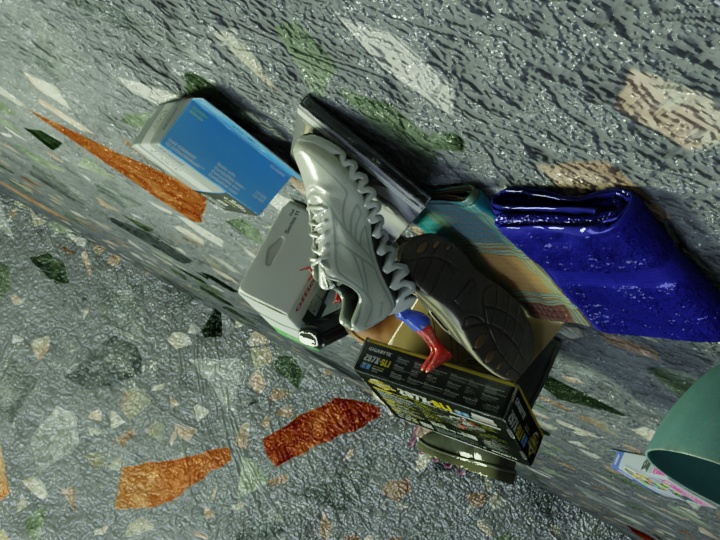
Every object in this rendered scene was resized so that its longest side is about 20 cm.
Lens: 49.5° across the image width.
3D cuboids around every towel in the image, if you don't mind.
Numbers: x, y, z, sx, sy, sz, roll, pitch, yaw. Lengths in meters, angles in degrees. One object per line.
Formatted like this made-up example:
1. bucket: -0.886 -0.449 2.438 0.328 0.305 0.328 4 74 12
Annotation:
1. towel: 0.132 -0.012 0.789 0.200 0.022 0.146 43 163 -23
2. towel: 0.214 0.002 0.666 0.199 0.050 0.147 37 166 -32

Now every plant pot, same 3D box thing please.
1. plant pot: 0.371 0.143 0.683 0.199 0.136 0.200 26 167 7

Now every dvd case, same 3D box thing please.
1. dvd case: -0.010 -0.090 0.799 0.148 0.016 0.200 40 167 0

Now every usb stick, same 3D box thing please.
1. usb stick: -0.001 0.060 1.091 0.055 0.199 0.033 10 115 44

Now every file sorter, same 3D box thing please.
1. file sorter: 0.266 0.561 2.532 0.198 0.126 0.139 27 168 3

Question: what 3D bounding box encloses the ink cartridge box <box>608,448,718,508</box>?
1. ink cartridge box: 0.554 0.384 1.448 0.119 0.042 0.200 31 168 -11

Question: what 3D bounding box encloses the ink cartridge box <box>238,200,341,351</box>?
1. ink cartridge box: -0.079 0.014 1.104 0.082 0.148 0.200 24 168 17

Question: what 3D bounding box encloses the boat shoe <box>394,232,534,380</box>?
1. boat shoe: 0.111 0.034 0.828 0.200 0.074 0.073 50 170 -20

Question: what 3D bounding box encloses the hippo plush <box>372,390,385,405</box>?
1. hippo plush: 0.113 0.123 1.232 0.159 0.160 0.200 15 131 -27

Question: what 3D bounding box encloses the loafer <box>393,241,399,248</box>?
1. loafer: 0.000 0.000 1.034 0.072 0.063 0.200 60 162 3

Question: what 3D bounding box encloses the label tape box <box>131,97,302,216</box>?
1. label tape box: -0.170 -0.128 0.902 0.143 0.066 0.200 36 172 -28

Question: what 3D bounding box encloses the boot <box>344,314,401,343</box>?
1. boot: 0.087 0.060 1.008 0.198 0.077 0.155 17 157 -12

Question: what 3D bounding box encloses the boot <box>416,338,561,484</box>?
1. boot: 0.172 0.174 1.068 0.181 0.202 0.072 6 168 46

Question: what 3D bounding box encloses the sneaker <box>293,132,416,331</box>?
1. sneaker: -0.017 -0.032 0.742 0.075 0.081 0.201 13 133 63

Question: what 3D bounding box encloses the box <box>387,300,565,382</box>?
1. box: 0.133 0.081 0.952 0.162 0.021 0.201 28 131 -2

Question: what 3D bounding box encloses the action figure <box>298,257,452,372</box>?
1. action figure: 0.007 0.032 0.852 0.201 0.098 0.065 59 174 3

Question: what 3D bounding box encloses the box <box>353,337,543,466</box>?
1. box: 0.107 0.158 0.935 0.198 0.050 0.160 14 154 32
